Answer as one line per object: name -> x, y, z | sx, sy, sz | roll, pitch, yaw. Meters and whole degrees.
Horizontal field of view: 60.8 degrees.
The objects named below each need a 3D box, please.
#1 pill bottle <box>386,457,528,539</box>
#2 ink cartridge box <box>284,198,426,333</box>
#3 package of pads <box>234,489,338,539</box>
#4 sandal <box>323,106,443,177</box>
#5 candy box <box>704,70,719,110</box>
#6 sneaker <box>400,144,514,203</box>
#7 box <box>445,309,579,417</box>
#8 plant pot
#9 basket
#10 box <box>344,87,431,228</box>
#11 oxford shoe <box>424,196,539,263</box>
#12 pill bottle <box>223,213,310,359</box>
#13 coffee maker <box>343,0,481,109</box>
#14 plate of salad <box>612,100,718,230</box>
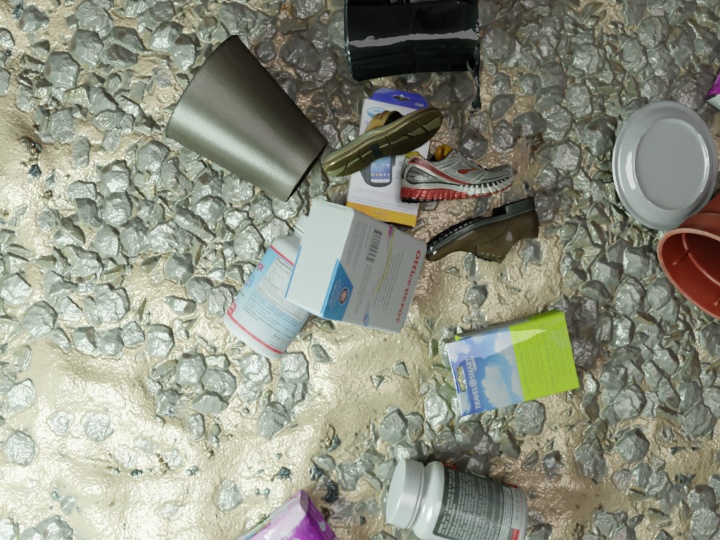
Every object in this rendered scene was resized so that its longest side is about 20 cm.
pill bottle -> 0.145, 0.362, 0.940 | 0.195, 0.114, 0.117 | 18, 90, -3
ink cartridge box -> 0.000, 0.000, 0.888 | 0.083, 0.198, 0.148 | 17, 89, 39
package of pads -> -0.135, 0.452, 0.946 | 0.198, 0.076, 0.122 | -36, 95, -2
sandal -> 0.030, -0.203, 0.918 | 0.195, 0.081, 0.055 | -23, 70, 1
candy box -> 0.624, -0.323, 0.915 | 0.060, 0.200, 0.139 | 29, 89, -3
sneaker -> 0.152, -0.150, 0.934 | 0.195, 0.077, 0.085 | -6, 95, -24
box -> 0.237, 0.147, 0.975 | 0.194, 0.048, 0.126 | -14, 91, -3
plant pot -> 0.597, -0.052, 0.931 | 0.195, 0.201, 0.201 | -43, 92, -10
basket -> -0.157, -0.208, 0.913 | 0.199, 0.136, 0.182 | 38, 90, -6
box -> 0.047, -0.178, 0.968 | 0.115, 0.041, 0.206 | 11, 88, -3
oxford shoe -> 0.192, -0.045, 0.960 | 0.195, 0.073, 0.087 | -19, 96, -2
pill bottle -> -0.111, 0.022, 0.926 | 0.108, 0.109, 0.202 | 34, 88, -3
coffee maker -> 0.075, -0.341, 0.903 | 0.194, 0.135, 0.197 | -4, 63, 8
plate of salad -> 0.485, -0.167, 0.986 | 0.194, 0.048, 0.207 | -1, 92, -13
